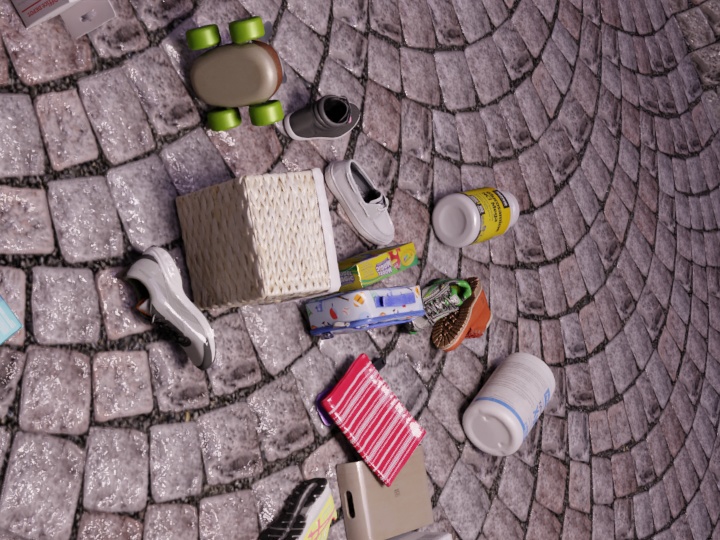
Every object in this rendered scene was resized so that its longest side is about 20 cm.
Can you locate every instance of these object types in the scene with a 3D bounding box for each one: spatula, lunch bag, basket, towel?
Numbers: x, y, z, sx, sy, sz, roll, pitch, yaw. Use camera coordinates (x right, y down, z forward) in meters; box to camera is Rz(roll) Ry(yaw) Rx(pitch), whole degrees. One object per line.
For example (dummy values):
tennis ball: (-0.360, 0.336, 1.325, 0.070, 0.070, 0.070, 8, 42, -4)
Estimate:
spatula: (-0.011, 0.206, 1.800, 0.200, 0.020, 0.057, -37, 101, -48)
lunch bag: (0.010, 0.069, 1.751, 0.199, 0.160, 0.076, -7, 86, -50)
basket: (-0.161, -0.042, 1.556, 0.160, 0.198, 0.201, -10, 89, -45)
towel: (0.026, 0.261, 1.773, 0.200, 0.022, 0.145, 53, 48, -10)

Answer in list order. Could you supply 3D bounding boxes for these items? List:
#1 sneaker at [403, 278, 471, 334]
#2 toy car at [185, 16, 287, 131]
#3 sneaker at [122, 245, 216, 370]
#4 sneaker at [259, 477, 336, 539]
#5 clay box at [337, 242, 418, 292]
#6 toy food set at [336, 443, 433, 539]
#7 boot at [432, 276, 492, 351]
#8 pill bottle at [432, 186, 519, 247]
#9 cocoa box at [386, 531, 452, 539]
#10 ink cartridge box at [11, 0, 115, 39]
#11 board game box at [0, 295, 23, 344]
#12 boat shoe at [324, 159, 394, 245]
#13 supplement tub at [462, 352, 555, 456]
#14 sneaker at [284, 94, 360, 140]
sneaker: (0.145, 0.061, 1.968, 0.200, 0.085, 0.078, -36, 108, -46)
toy car: (-0.173, -0.340, 1.659, 0.200, 0.157, 0.165, -46, 128, -57)
sneaker: (-0.285, 0.066, 1.488, 0.079, 0.074, 0.201, -38, 104, -37)
sneaker: (-0.094, 0.431, 1.612, 0.200, 0.078, 0.091, -47, 123, -42)
clay box: (0.000, 0.000, 1.791, 0.200, 0.115, 0.048, -24, 100, -48)
toy food set: (0.046, 0.401, 1.803, 0.199, 0.060, 0.144, -6, 86, -41)
boot: (0.217, 0.114, 2.051, 0.200, 0.075, 0.108, -54, 126, -42)
pill bottle: (0.249, -0.116, 2.108, 0.200, 0.112, 0.113, -16, 93, -50)
cocoa box: (0.062, 0.543, 1.718, 0.199, 0.133, 0.132, -11, 90, -49)
ink cartridge box: (-0.437, -0.415, 1.380, 0.068, 0.116, 0.201, -45, 114, -44)
board game box: (-0.531, 0.069, 1.211, 0.200, 0.047, 0.151, -49, 118, -43)
boat shoe: (0.015, -0.129, 1.873, 0.200, 0.068, 0.072, 56, 45, -24)
supplement tub: (0.308, 0.275, 2.070, 0.200, 0.131, 0.132, -44, 114, -44)
sneaker: (-0.039, -0.282, 1.824, 0.200, 0.099, 0.071, -21, 96, -51)
